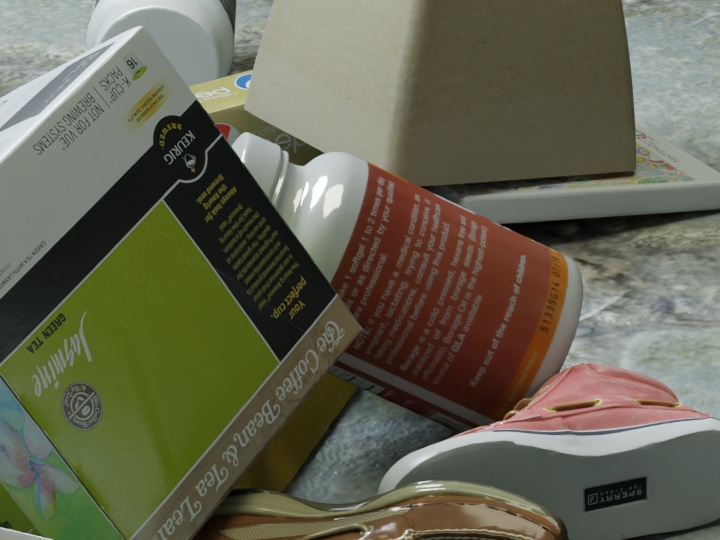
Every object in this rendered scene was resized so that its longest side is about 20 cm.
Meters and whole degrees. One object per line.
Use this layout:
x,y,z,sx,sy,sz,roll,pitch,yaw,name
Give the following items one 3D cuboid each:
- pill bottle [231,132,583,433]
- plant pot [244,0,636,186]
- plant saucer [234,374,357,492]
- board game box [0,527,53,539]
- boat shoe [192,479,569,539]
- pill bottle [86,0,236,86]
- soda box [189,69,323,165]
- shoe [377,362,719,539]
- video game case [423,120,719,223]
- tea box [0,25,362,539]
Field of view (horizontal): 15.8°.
0.010,0.006,1.391,0.199,0.113,0.112,25,18,-12,pill bottle
0.059,-0.172,1.721,0.199,0.178,0.200,-5,20,-31,plant pot
-0.110,0.058,1.476,0.199,0.049,0.200,4,23,17,plant saucer
-0.150,0.150,1.099,0.199,0.200,0.026,9,66,29,board game box
-0.001,0.148,1.212,0.199,0.076,0.074,-4,25,21,boat shoe
-0.152,-0.186,2.000,0.113,0.114,0.200,-4,22,-1,pill bottle
-0.088,-0.095,1.824,0.199,0.068,0.064,-17,25,-29,soda box
0.091,0.098,1.319,0.199,0.072,0.091,-6,20,-20,shoe
0.124,-0.073,1.764,0.199,0.023,0.182,-5,21,-21,video game case
-0.139,0.027,1.260,0.133,0.197,0.200,-22,20,45,tea box
